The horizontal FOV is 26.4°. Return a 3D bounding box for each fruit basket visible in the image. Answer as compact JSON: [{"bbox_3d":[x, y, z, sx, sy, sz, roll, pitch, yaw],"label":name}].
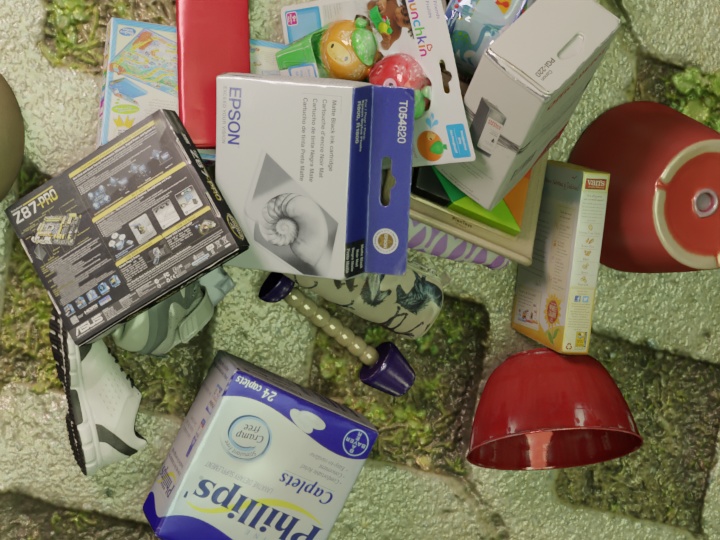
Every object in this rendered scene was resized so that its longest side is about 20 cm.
[{"bbox_3d":[0.011,-0.189,1.563,0.094,0.199,0.186,-29,112,-45],"label":"fruit basket"}]

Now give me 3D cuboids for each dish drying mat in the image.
[{"bbox_3d":[-0.152,-0.226,1.587,0.076,0.018,0.201,-1,87,-17],"label":"dish drying mat"}]

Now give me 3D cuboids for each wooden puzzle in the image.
[{"bbox_3d":[0.122,-0.121,1.665,0.184,0.037,0.201,21,59,-18],"label":"wooden puzzle"}]

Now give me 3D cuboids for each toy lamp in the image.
[{"bbox_3d":[-0.021,0.069,1.699,0.200,0.058,0.058,41,86,-17],"label":"toy lamp"}]

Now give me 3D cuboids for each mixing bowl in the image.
[{"bbox_3d":[0.214,0.152,1.731,0.199,0.200,0.109,4,69,-18],"label":"mixing bowl"}]

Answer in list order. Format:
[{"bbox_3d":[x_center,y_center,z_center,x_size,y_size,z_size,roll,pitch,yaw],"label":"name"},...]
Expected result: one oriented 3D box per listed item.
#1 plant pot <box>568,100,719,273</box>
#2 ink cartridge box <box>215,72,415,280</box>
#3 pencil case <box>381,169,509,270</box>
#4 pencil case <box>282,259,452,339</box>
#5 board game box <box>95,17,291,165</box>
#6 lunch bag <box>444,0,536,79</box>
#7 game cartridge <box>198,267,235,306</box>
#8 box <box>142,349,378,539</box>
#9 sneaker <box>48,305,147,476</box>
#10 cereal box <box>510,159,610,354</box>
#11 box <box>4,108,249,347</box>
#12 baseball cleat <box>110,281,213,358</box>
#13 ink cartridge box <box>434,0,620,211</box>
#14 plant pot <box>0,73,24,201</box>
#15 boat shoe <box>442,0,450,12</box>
[{"bbox_3d":[0.349,-0.084,1.721,0.199,0.177,0.202,-3,100,-16],"label":"plant pot"},{"bbox_3d":[-0.049,-0.093,1.542,0.199,0.041,0.201,5,105,12],"label":"ink cartridge box"},{"bbox_3d":[0.078,-0.060,1.690,0.199,0.085,0.084,18,87,-18],"label":"pencil case"},{"bbox_3d":[0.000,0.000,1.661,0.199,0.078,0.090,27,102,-32],"label":"pencil case"},{"bbox_3d":[-0.170,-0.181,1.604,0.199,0.034,0.135,7,83,-18],"label":"board game box"},{"bbox_3d":[0.159,-0.297,1.639,0.082,0.161,0.201,29,93,12],"label":"lunch bag"},{"bbox_3d":[-0.243,-0.016,1.626,0.133,0.041,0.200,-42,108,-10],"label":"game cartridge"},{"bbox_3d":[-0.109,0.219,1.670,0.183,0.105,0.201,25,92,-19],"label":"box"},{"bbox_3d":[-0.277,0.113,1.625,0.080,0.074,0.201,-14,111,-21],"label":"sneaker"},{"bbox_3d":[0.221,-0.019,1.711,0.039,0.144,0.201,4,99,-17],"label":"cereal box"},{"bbox_3d":[-0.234,-0.042,1.532,0.199,0.049,0.162,-31,87,12],"label":"box"},{"bbox_3d":[-0.191,-0.007,1.600,0.106,0.070,0.201,19,98,-32],"label":"baseball cleat"},{"bbox_3d":[0.168,-0.177,1.568,0.085,0.200,0.146,39,58,9],"label":"ink cartridge box"},{"bbox_3d":[-0.425,-0.126,1.499,0.199,0.134,0.202,-3,100,-16],"label":"plant pot"},{"bbox_3d":[0.036,-0.343,1.643,0.073,0.063,0.202,-34,106,-7],"label":"boat shoe"}]
